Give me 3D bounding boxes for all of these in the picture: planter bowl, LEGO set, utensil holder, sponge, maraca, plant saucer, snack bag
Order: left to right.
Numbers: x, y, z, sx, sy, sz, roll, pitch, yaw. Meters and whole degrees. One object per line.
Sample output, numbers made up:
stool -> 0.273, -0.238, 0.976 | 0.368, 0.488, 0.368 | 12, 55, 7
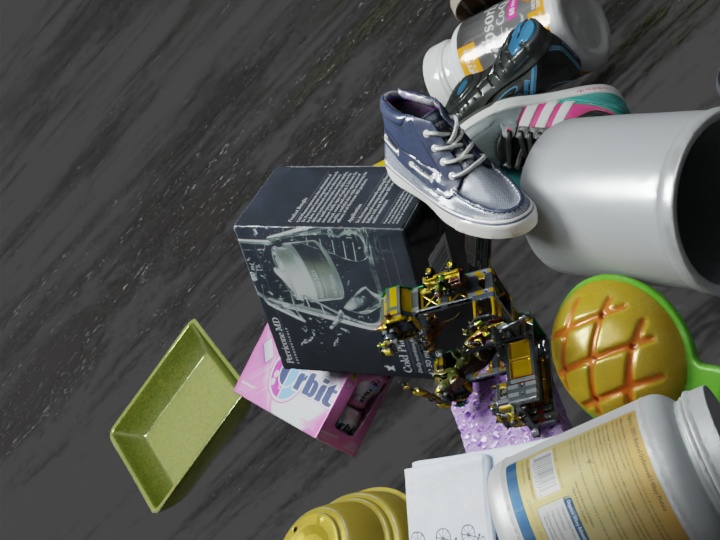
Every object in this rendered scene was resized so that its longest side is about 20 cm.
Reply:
plant saucer -> -0.223, 0.191, 1.765 | 0.200, 0.048, 0.200 | -53, 36, 5
planter bowl -> -0.029, 0.308, 1.426 | 0.200, 0.083, 0.201 | -29, 45, 34
LEGO set -> 0.105, 0.093, 1.305 | 0.154, 0.200, 0.116 | -11, 53, 14
snack bag -> 0.126, 0.260, 1.296 | 0.200, 0.021, 0.189 | -17, 66, 38
sponge -> 0.151, 0.151, 1.378 | 0.112, 0.030, 0.200 | -41, 40, 21
maraca -> 0.254, 0.090, 1.247 | 0.200, 0.107, 0.137 | 46, 124, 30
utensil holder -> 0.271, -0.068, 1.284 | 0.200, 0.170, 0.170 | 8, 70, 53

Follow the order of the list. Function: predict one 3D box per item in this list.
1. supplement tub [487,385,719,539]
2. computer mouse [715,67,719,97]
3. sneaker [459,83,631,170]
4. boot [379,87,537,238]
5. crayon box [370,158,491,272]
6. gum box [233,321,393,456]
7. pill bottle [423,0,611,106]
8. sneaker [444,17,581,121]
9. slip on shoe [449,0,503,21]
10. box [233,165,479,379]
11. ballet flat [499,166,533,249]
supplement tub -> 0.224, 0.192, 1.152 | 0.200, 0.145, 0.145 | -27, 45, 18
computer mouse -> 0.420, -0.225, 1.331 | 0.138, 0.053, 0.200 | 9, 59, 54
sneaker -> 0.196, -0.123, 1.432 | 0.200, 0.084, 0.121 | -15, 40, -1
boot -> 0.087, -0.104, 1.311 | 0.073, 0.090, 0.200 | -34, 42, -25
crayon box -> 0.071, -0.055, 1.596 | 0.172, 0.058, 0.200 | -24, 48, 37
gum box -> -0.052, 0.129, 1.596 | 0.200, 0.066, 0.114 | 21, 82, 53
pill bottle -> 0.176, -0.250, 1.569 | 0.200, 0.116, 0.116 | -21, 49, 39
sneaker -> 0.157, -0.189, 1.501 | 0.200, 0.082, 0.073 | -38, 29, 48
slip on shoe -> 0.144, -0.330, 1.610 | 0.076, 0.200, 0.061 | -18, 84, 13
box -> 0.000, 0.000, 1.455 | 0.196, 0.200, 0.124 | 3, 38, 28
ballet flat -> 0.187, -0.068, 1.476 | 0.071, 0.071, 0.200 | -48, 36, 13
